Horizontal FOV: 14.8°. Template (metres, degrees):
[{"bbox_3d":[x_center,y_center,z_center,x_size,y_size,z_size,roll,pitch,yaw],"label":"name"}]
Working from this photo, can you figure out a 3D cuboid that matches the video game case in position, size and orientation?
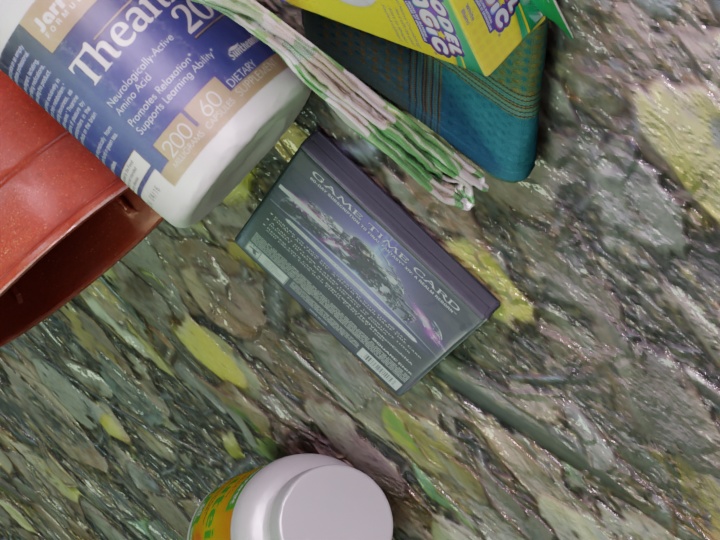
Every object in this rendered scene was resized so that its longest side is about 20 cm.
[{"bbox_3d":[0.000,0.000,1.623,0.143,0.019,0.200,43,159,1],"label":"video game case"}]

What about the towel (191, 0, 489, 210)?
[{"bbox_3d":[-0.038,-0.107,1.359,0.200,0.023,0.153,35,-177,-32],"label":"towel"}]

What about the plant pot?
[{"bbox_3d":[-0.228,-0.081,1.669,0.195,0.201,0.201,50,161,6],"label":"plant pot"}]

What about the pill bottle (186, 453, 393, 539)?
[{"bbox_3d":[-0.047,0.188,1.950,0.111,0.111,0.200,46,160,-5],"label":"pill bottle"}]

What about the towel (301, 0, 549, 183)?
[{"bbox_3d":[0.030,-0.130,1.304,0.147,0.022,0.200,37,158,17],"label":"towel"}]

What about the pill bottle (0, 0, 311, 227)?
[{"bbox_3d":[-0.132,-0.127,1.486,0.200,0.111,0.111,42,160,3],"label":"pill bottle"}]

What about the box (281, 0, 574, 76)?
[{"bbox_3d":[0.001,-0.156,1.217,0.200,0.048,0.117,22,150,43],"label":"box"}]
